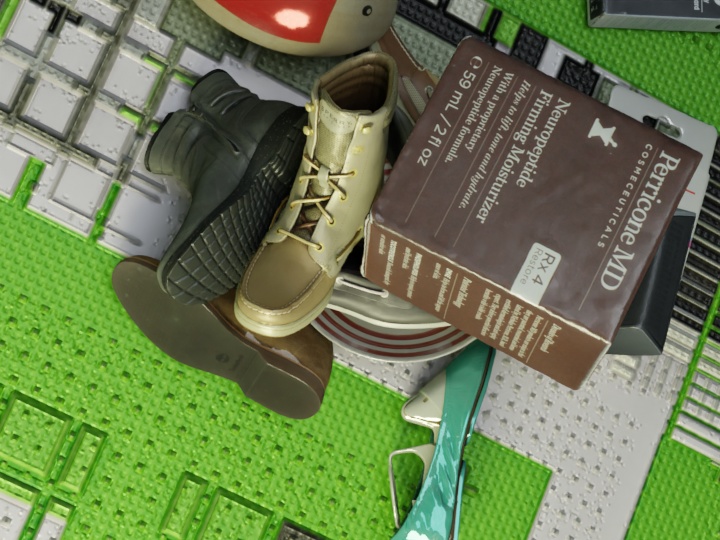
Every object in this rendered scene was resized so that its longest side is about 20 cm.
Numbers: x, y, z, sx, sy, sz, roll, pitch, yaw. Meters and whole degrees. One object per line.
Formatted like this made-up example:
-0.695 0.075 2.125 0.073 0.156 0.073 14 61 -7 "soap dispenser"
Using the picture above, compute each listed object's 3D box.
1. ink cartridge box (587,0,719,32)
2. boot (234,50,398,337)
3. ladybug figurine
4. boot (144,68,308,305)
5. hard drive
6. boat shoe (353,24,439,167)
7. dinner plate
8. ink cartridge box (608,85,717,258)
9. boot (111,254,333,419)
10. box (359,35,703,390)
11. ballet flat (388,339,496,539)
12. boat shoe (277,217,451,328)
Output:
0.296 -0.318 1.774 0.198 0.043 0.200 0 84 -21 "ink cartridge box"
-0.030 -0.059 1.480 0.072 0.156 0.200 26 48 14 "boot"
-0.063 -0.251 1.596 0.198 0.072 0.137 20 64 2 "ladybug figurine"
-0.125 -0.067 1.559 0.201 0.130 0.068 -54 142 -22 "boot"
0.170 -0.005 1.620 0.042 0.199 0.136 31 71 -51 "hard drive"
0.053 -0.123 1.630 0.073 0.076 0.202 -17 72 -16 "boat shoe"
0.033 -0.015 1.628 0.198 0.024 0.202 1 67 -2 "dinner plate"
0.227 -0.046 1.707 0.116 0.067 0.202 21 79 -17 "ink cartridge box"
-0.109 0.039 1.587 0.199 0.074 0.076 33 48 -12 "boot"
0.123 -0.040 1.475 0.199 0.164 0.167 27 75 6 "box"
0.062 0.144 1.630 0.070 0.067 0.202 13 78 -4 "ballet flat"
0.000 0.000 1.567 0.198 0.067 0.057 9 125 4 "boat shoe"
